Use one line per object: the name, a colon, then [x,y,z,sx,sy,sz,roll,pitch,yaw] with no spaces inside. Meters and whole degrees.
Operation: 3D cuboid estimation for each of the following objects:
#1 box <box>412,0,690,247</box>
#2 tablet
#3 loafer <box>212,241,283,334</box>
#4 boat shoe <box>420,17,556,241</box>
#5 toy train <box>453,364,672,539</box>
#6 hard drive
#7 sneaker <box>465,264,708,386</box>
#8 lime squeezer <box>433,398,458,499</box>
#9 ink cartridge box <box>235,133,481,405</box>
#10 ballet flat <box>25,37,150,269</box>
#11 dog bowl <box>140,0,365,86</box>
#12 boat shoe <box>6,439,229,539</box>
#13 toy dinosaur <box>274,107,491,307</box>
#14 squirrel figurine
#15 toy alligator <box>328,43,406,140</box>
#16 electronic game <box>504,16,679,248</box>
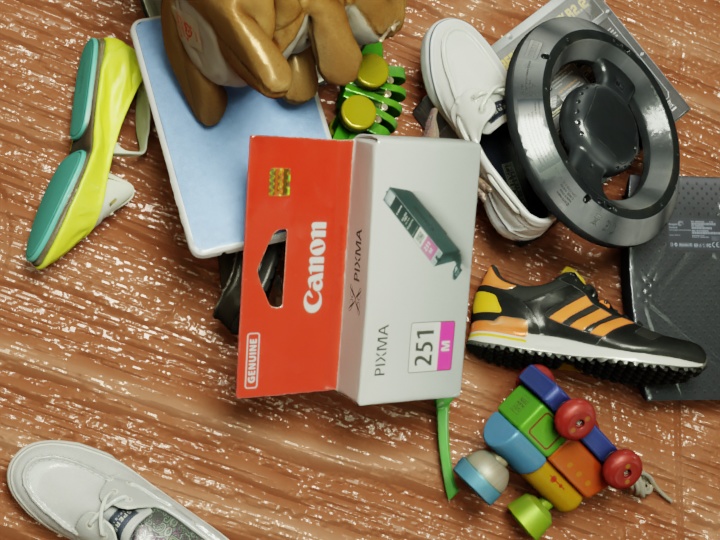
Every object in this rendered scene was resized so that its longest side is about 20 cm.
box: [0.171,-0.142,1.012,0.200,0.048,0.158,-39,89,-17]
tablet: [-0.092,-0.114,0.874,0.130,0.014,0.200,-14,75,-15]
loafer: [-0.095,-0.045,0.922,0.071,0.073,0.201,13,68,-5]
boat shoe: [0.114,-0.124,0.935,0.073,0.065,0.200,-26,86,-16]
toy train: [0.172,0.180,0.942,0.116,0.085,0.200,-45,117,0]
hard drive: [0.296,0.016,1.014,0.134,0.042,0.201,0,80,-13]
sneaker: [0.192,0.041,0.952,0.199,0.070,0.090,7,72,8]
lime squeezer: [0.033,0.091,0.946,0.071,0.038,0.200,-42,92,14]
ink cartridge box: [0.000,0.000,0.840,0.173,0.044,0.201,-2,101,-30]
ballet flat: [-0.207,-0.090,0.905,0.067,0.067,0.201,21,72,-31]
dog bowl: [-0.089,-0.230,0.953,0.200,0.074,0.201,3,78,-13]
boat shoe: [-0.174,0.191,0.850,0.200,0.069,0.072,37,73,-4]
toy dinosaur: [0.018,-0.040,0.912,0.135,0.086,0.201,15,98,-30]
squirrel figurine: [-0.055,-0.225,0.830,0.186,0.141,0.200,-30,95,-26]
toy alligator: [0.001,-0.114,0.959,0.054,0.059,0.201,18,75,-10]
electronic game: [0.196,-0.115,0.938,0.200,0.042,0.201,13,68,-35]
